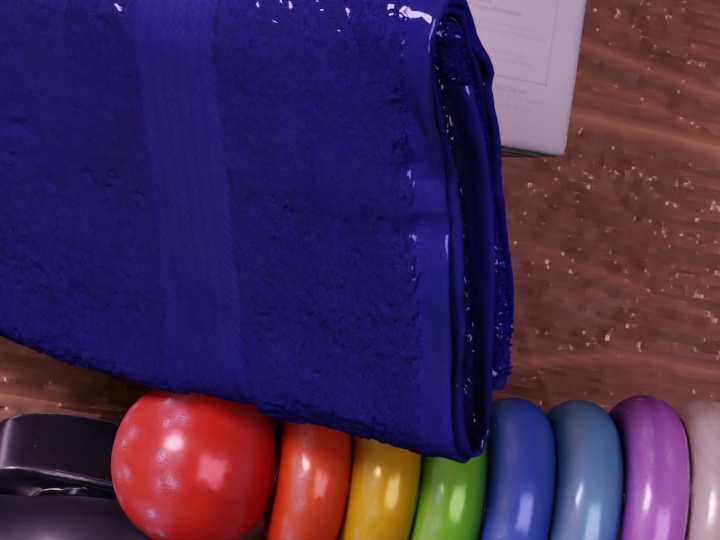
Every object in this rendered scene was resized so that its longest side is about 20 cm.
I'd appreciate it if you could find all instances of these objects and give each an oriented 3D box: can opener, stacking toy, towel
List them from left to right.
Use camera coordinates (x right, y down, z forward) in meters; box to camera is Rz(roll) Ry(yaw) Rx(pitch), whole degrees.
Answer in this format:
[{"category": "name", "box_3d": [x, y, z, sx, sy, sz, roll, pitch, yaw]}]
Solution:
[{"category": "can opener", "box_3d": [-0.142, 0.085, 0.824, 0.199, 0.079, 0.064, 8, 130, -22]}, {"category": "towel", "box_3d": [-0.048, -0.031, 0.768, 0.050, 0.199, 0.148, -41, 136, -49]}, {"category": "stacking toy", "box_3d": [0.020, 0.070, 0.826, 0.199, 0.085, 0.086, 9, 90, -7]}]

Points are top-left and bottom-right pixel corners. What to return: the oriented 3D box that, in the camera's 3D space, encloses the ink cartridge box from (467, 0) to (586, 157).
[{"category": "ink cartridge box", "box_3d": [0.026, -0.144, 0.875, 0.103, 0.059, 0.201, 8, 91, -25]}]
